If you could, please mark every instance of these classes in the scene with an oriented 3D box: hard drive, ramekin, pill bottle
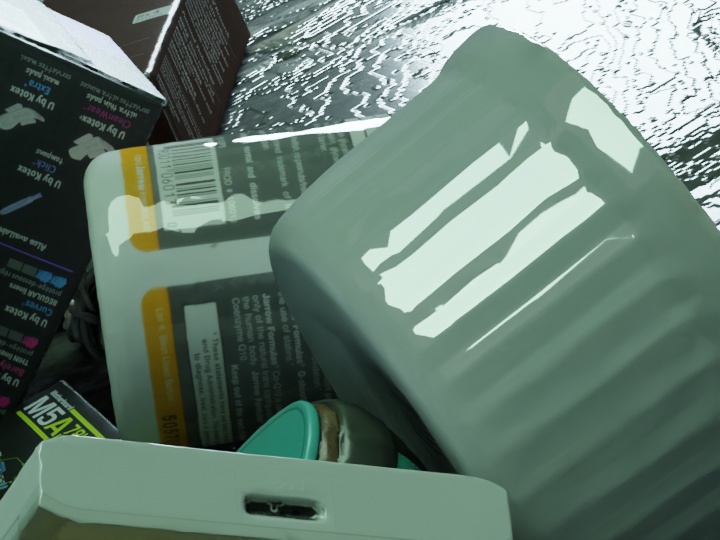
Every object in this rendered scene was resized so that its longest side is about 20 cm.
[{"bbox_3d":[-0.058,0.106,0.741,0.131,0.200,0.026,8,58,-22],"label":"hard drive"},{"bbox_3d":[0.057,0.034,0.809,0.097,0.201,0.200,-35,26,-8],"label":"ramekin"},{"bbox_3d":[0.000,0.000,0.981,0.198,0.117,0.117,-7,24,-5],"label":"pill bottle"}]

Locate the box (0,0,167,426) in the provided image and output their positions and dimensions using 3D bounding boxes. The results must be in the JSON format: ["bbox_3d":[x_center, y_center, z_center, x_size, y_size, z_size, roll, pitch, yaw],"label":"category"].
[{"bbox_3d":[-0.180,-0.017,1.093,0.201,0.105,0.122,-64,23,9],"label":"box"}]

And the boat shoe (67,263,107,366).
[{"bbox_3d":[-0.091,0.012,1.118,0.068,0.074,0.199,-15,31,-19],"label":"boat shoe"}]

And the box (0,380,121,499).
[{"bbox_3d":[-0.154,0.131,0.967,0.192,0.048,0.200,-28,24,-17],"label":"box"}]

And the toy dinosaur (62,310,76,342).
[{"bbox_3d":[-0.175,-0.017,1.248,0.106,0.061,0.200,-30,54,-7],"label":"toy dinosaur"}]

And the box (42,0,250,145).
[{"bbox_3d":[-0.126,-0.100,1.377,0.099,0.075,0.200,-17,23,13],"label":"box"}]

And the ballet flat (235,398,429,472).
[{"bbox_3d":[-0.044,0.101,0.820,0.200,0.068,0.068,-29,44,47],"label":"ballet flat"}]
